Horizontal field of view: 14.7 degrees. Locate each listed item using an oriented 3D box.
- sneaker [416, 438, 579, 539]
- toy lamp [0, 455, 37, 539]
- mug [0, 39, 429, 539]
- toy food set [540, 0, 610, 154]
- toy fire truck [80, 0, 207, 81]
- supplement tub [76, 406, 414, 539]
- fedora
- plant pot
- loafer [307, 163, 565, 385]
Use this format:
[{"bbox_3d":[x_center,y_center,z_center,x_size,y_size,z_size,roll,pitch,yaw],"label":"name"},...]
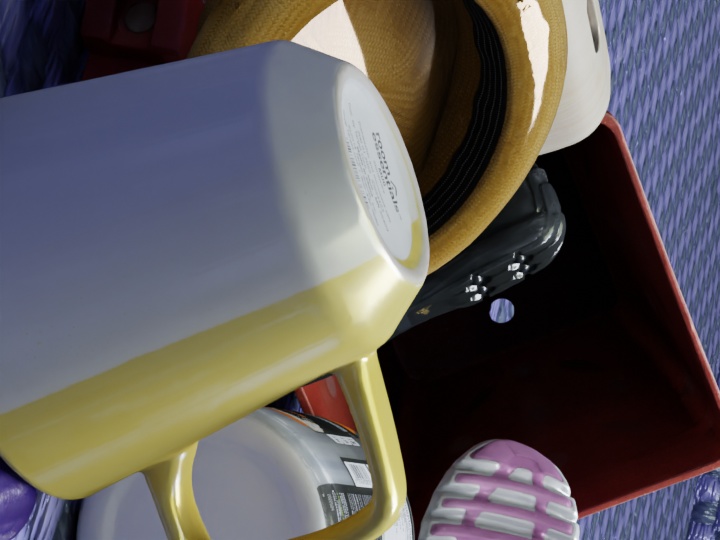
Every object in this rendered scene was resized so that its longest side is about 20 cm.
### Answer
[{"bbox_3d":[0.049,0.182,1.374,0.088,0.080,0.201,129,-24,-65],"label":"sneaker"},{"bbox_3d":[-0.129,0.063,1.067,0.200,0.058,0.059,-42,137,-69],"label":"toy lamp"},{"bbox_3d":[-0.052,0.001,1.021,0.150,0.152,0.187,-91,156,-47],"label":"mug"},{"bbox_3d":[0.012,-0.096,1.264,0.144,0.199,0.061,69,6,-62],"label":"toy food set"},{"bbox_3d":[-0.092,-0.121,1.128,0.141,0.048,0.201,70,32,-60],"label":"toy fire truck"},{"bbox_3d":[-0.045,0.124,1.292,0.200,0.122,0.124,23,75,-76],"label":"supplement tub"},{"bbox_3d":[-0.009,-0.078,1.138,0.082,0.200,0.202,50,-25,43],"label":"fedora"},{"bbox_3d":[0.064,0.015,1.474,0.176,0.199,0.201,-94,162,-71],"label":"plant pot"},{"bbox_3d":[0.000,0.000,1.337,0.071,0.200,0.068,63,-2,19],"label":"loafer"}]
